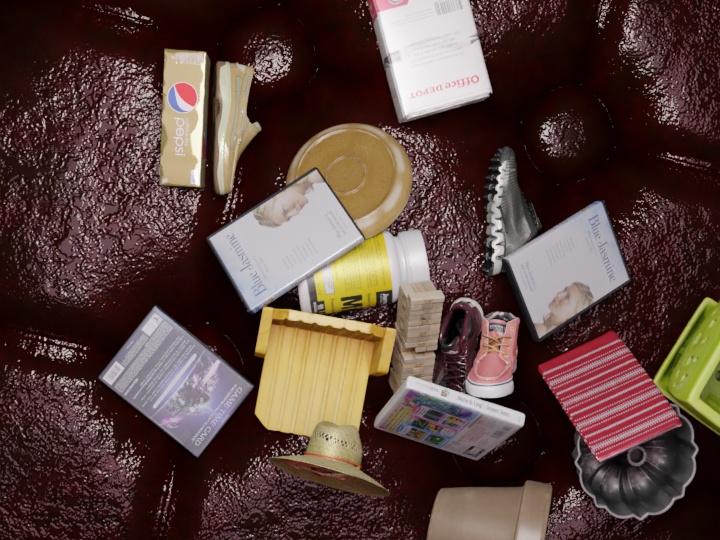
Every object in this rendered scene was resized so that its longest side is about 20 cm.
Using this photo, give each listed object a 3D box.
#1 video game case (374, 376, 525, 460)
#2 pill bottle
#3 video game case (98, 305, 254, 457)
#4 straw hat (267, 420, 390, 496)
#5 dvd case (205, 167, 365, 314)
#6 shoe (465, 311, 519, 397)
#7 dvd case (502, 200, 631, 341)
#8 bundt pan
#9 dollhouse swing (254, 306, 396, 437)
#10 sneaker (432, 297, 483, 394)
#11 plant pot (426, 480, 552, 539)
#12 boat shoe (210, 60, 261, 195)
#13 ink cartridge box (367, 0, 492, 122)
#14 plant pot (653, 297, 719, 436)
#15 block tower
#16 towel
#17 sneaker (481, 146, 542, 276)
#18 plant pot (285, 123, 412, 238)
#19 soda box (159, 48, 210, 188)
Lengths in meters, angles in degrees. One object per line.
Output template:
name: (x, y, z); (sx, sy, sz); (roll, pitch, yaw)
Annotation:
video game case: (0.128, 0.227, 1.369); (0.180, 0.200, 0.024); (19, 61, -5)
pill bottle: (0.000, 0.000, 1.380); (0.197, 0.114, 0.116); (-9, 94, -3)
video game case: (-0.286, 0.173, 1.415); (0.199, 0.019, 0.143); (40, 90, -6)
straw hat: (-0.038, 0.272, 1.371); (0.198, 0.201, 0.086); (16, 69, -5)
dvd case: (-0.111, -0.046, 1.322); (0.199, 0.018, 0.143); (-33, 66, -4)
shoe: (0.199, 0.122, 1.361); (0.070, 0.200, 0.092); (1, 100, 16)
dvd case: (0.324, 0.000, 1.411); (0.199, 0.018, 0.144); (-30, 106, -18)
bundt pan: (0.428, 0.287, 1.448); (0.199, 0.076, 0.205); (0, 92, -5)
dollhouse swing: (-0.066, 0.163, 1.366); (0.197, 0.182, 0.178); (11, 81, -5)
sneaker: (0.138, 0.141, 1.391); (0.075, 0.115, 0.203); (5, 88, 17)
plant pot: (0.194, 0.409, 1.396); (0.172, 0.200, 0.203); (11, 92, 14)
boat shoe: (-0.188, -0.215, 1.380); (0.075, 0.072, 0.203); (2, 93, -16)
ink cartridge box: (0.104, -0.342, 1.386); (0.144, 0.085, 0.203); (-15, 92, -3)
plant pot: (0.584, 0.161, 1.398); (0.198, 0.181, 0.201); (34, 85, -6)
block tower: (0.083, 0.107, 1.374); (0.053, 0.058, 0.202); (-6, 128, -17)
towel: (0.379, 0.190, 1.399); (0.143, 0.201, 0.023); (-24, 136, -3)
sneaker: (0.240, -0.091, 1.422); (0.089, 0.066, 0.203); (1, 97, -7)
plant pot: (-0.021, -0.139, 1.368); (0.197, 0.028, 0.203); (-4, 66, 9)
soda box: (-0.264, -0.226, 1.370); (0.063, 0.068, 0.203); (3, 93, -4)
